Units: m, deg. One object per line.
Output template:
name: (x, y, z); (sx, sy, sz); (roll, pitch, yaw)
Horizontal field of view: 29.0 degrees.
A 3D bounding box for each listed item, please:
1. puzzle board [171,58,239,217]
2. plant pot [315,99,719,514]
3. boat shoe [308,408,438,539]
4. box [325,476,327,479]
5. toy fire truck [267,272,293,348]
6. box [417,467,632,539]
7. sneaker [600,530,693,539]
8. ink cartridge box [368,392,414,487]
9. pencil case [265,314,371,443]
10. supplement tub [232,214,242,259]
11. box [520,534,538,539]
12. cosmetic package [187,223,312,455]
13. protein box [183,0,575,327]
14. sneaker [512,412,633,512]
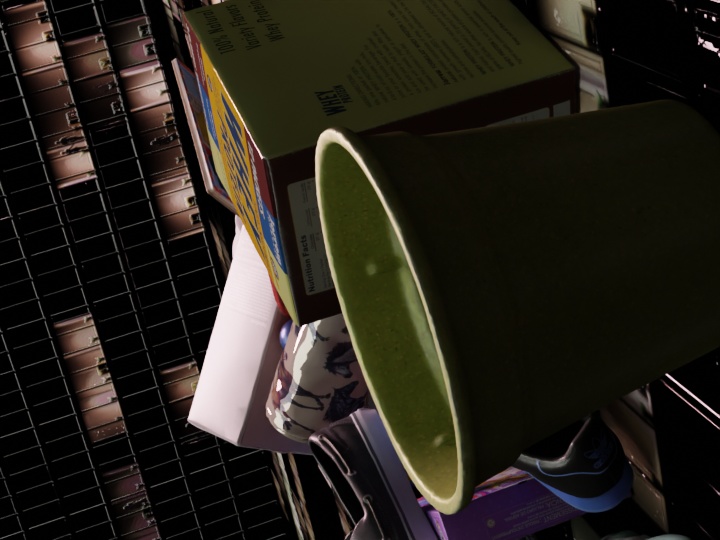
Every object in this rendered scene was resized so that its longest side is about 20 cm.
puzzle board: (-0.109, -0.103, 1.340); (0.200, 0.017, 0.151); (40, -151, -59)
plant pot: (0.095, -0.001, 0.717); (0.200, 0.184, 0.201); (162, 90, -78)
boat shoe: (0.014, 0.189, 0.996); (0.070, 0.066, 0.200); (91, 159, -57)
box: (0.003, 0.102, 1.439); (0.200, 0.048, 0.159); (85, -156, -45)
toy fire truck: (0.000, 0.000, 1.213); (0.112, 0.167, 0.201); (-128, 23, -61)
box: (0.106, 0.176, 1.053); (0.200, 0.136, 0.039); (134, 118, -78)
sneaker: (0.143, 0.229, 0.939); (0.200, 0.139, 0.078); (109, 141, -71)
ink cartridge box: (0.044, 0.155, 1.314); (0.200, 0.136, 0.077); (101, 151, -68)
pencil case: (-0.011, 0.046, 1.143); (0.078, 0.089, 0.201); (-117, 40, -54)
supplement tub: (-0.072, 0.008, 1.632); (0.145, 0.144, 0.200); (-119, 16, -46)
box: (0.141, 0.301, 1.320); (0.137, 0.040, 0.201); (-122, 18, -54)
cosmetic package: (-0.072, 0.062, 1.279); (0.090, 0.107, 0.201); (21, 92, 45)
protein box: (0.011, -0.098, 0.930); (0.199, 0.199, 0.135); (-121, 18, -48)
sneaker: (0.093, 0.096, 0.952); (0.200, 0.070, 0.078); (18, 152, 39)
